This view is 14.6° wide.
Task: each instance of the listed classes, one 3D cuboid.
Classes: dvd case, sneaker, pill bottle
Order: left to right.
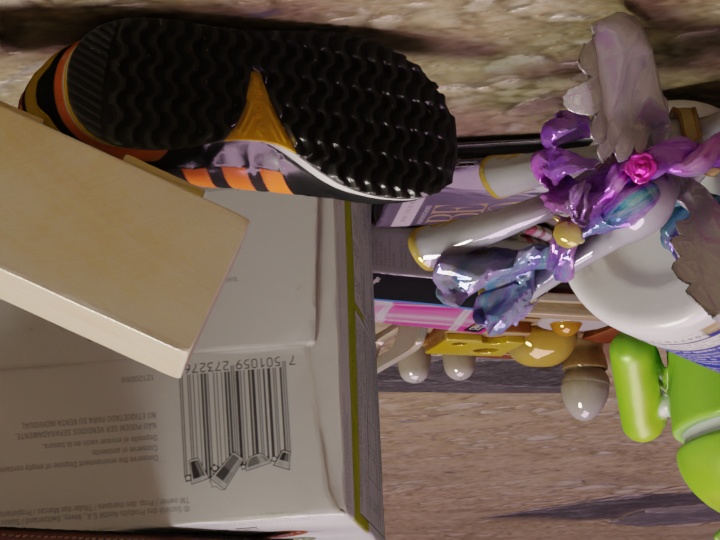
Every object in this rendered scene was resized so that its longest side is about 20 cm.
[{"bbox_3d":[-0.055,-0.068,1.234,0.200,0.070,0.090,8,170,-32],"label":"sneaker"},{"bbox_3d":[0.113,-0.049,1.516,0.200,0.016,0.149,-3,170,-6],"label":"dvd case"},{"bbox_3d":[0.199,-0.005,1.433,0.120,0.120,0.200,-11,160,33],"label":"pill bottle"}]

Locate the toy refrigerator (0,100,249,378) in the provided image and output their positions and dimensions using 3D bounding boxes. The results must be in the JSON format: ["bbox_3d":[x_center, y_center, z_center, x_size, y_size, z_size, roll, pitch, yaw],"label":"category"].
[{"bbox_3d":[-0.150,-0.031,1.167,0.200,0.070,0.076,25,168,-1],"label":"toy refrigerator"}]

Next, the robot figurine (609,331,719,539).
[{"bbox_3d":[0.234,0.055,1.606,0.175,0.200,0.116,-6,163,10],"label":"robot figurine"}]

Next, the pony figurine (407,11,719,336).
[{"bbox_3d":[0.125,-0.039,1.266,0.200,0.167,0.193,-24,-170,30],"label":"pony figurine"}]

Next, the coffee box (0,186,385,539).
[{"bbox_3d":[-0.096,0.042,1.418,0.200,0.200,0.198,-4,169,5],"label":"coffee box"}]

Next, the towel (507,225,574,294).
[{"bbox_3d":[0.070,0.004,1.744,0.146,0.030,0.200,-10,168,24],"label":"towel"}]

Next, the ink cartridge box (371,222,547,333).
[{"bbox_3d":[0.000,0.000,1.619,0.200,0.037,0.095,9,161,-20],"label":"ink cartridge box"}]

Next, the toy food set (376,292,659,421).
[{"bbox_3d":[0.105,0.059,1.789,0.200,0.060,0.144,3,167,-18],"label":"toy food set"}]

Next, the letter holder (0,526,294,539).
[{"bbox_3d":[-0.135,0.198,1.310,0.200,0.142,0.101,6,164,-35],"label":"letter holder"}]
